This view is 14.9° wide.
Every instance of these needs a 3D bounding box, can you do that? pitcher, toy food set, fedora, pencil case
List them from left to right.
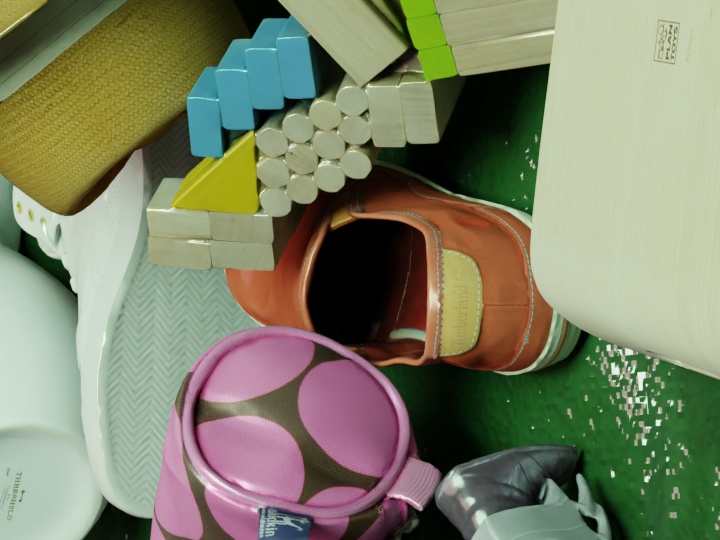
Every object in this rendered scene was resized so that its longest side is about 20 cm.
[{"bbox_3d":[-0.177,0.061,1.212,0.200,0.120,0.172,-120,37,-52],"label":"pitcher"},{"bbox_3d":[-0.095,-0.077,0.996,0.082,0.201,0.200,52,145,-7],"label":"fedora"},{"bbox_3d":[-0.033,0.116,0.978,0.201,0.093,0.091,103,-174,-49],"label":"pencil case"},{"bbox_3d":[0.115,-0.065,0.809,0.143,0.060,0.202,-159,74,-66],"label":"toy food set"}]

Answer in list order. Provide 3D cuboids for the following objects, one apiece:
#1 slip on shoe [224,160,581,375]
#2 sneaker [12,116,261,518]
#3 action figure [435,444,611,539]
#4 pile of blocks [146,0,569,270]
[{"bbox_3d":[0.000,0.000,0.976,0.200,0.061,0.075,13,103,58],"label":"slip on shoe"},{"bbox_3d":[-0.094,0.003,1.121,0.115,0.073,0.202,-14,69,58],"label":"sneaker"},{"bbox_3d":[0.081,0.144,0.849,0.200,0.069,0.131,52,125,38],"label":"action figure"},{"bbox_3d":[-0.002,-0.075,0.929,0.200,0.082,0.062,-34,17,29],"label":"pile of blocks"}]
